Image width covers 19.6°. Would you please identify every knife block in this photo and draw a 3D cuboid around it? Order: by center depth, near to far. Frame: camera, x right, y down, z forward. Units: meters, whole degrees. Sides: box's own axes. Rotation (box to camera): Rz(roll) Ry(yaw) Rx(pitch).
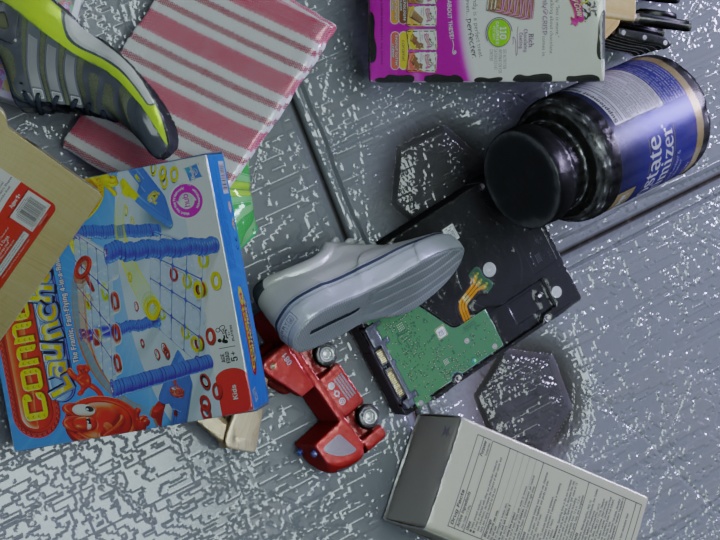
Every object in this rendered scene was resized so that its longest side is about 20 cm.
[{"bbox_3d":[0.202,-0.266,1.851,0.176,0.064,0.200,-45,105,-21],"label":"knife block"}]

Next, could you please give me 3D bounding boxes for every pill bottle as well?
[{"bbox_3d":[0.201,-0.108,1.792,0.199,0.111,0.113,-26,99,-39],"label":"pill bottle"}]

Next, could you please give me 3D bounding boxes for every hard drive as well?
[{"bbox_3d":[0.080,0.015,1.795,0.199,0.038,0.140,-33,101,-23],"label":"hard drive"}]

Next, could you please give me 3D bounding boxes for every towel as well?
[{"bbox_3d":[-0.127,-0.146,1.670,0.146,0.030,0.201,27,75,19],"label":"towel"}]

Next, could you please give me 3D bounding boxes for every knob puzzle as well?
[{"bbox_3d":[-0.325,-0.043,1.559,0.218,0.030,0.222,-3,107,-9],"label":"knob puzzle"}]

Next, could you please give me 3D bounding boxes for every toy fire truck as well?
[{"bbox_3d":[-0.084,0.099,1.708,0.141,0.049,0.201,-39,104,-21],"label":"toy fire truck"}]

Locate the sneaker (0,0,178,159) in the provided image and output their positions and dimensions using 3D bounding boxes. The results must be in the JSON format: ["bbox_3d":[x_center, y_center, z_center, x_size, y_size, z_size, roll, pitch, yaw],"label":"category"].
[{"bbox_3d":[-0.221,-0.143,1.602,0.200,0.074,0.081,39,87,17],"label":"sneaker"}]

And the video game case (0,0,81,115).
[{"bbox_3d":[-0.286,-0.239,1.647,0.142,0.018,0.202,17,80,-23],"label":"video game case"}]

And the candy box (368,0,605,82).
[{"bbox_3d":[0.105,-0.227,1.752,0.198,0.061,0.138,1,100,1],"label":"candy box"}]

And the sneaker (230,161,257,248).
[{"bbox_3d":[-0.122,-0.064,1.696,0.084,0.074,0.201,50,51,-56],"label":"sneaker"}]

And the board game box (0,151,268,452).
[{"bbox_3d":[-0.186,0.024,1.605,0.194,0.056,0.202,-11,92,10],"label":"board game box"}]

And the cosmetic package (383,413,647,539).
[{"bbox_3d":[0.133,0.204,1.783,0.199,0.087,0.104,26,78,-23],"label":"cosmetic package"}]

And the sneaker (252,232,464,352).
[{"bbox_3d":[0.000,0.000,1.700,0.199,0.073,0.071,-20,56,-40],"label":"sneaker"}]
